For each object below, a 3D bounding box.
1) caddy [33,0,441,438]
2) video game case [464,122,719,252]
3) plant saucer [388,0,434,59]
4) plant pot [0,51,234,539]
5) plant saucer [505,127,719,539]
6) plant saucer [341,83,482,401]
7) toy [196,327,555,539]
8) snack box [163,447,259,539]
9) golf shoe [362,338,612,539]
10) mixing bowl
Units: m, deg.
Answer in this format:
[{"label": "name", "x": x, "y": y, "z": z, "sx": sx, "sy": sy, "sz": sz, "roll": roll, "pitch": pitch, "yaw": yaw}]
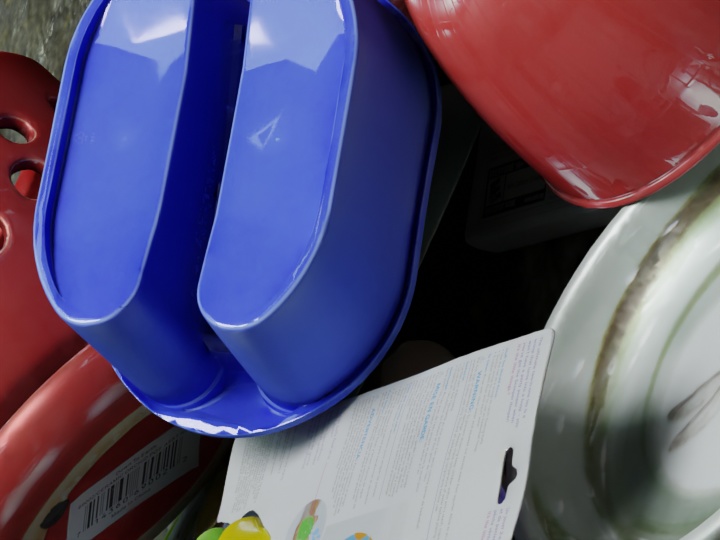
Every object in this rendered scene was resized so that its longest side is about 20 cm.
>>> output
[{"label": "caddy", "x": -0.045, "y": -0.035, "z": 1.150, "sx": 0.141, "sy": 0.105, "sz": 0.201, "roll": 2, "pitch": 71, "yaw": 23}, {"label": "video game case", "x": 0.116, "y": -0.109, "z": 1.204, "sx": 0.200, "sy": 0.024, "sz": 0.183, "roll": -15, "pitch": 62, "yaw": 59}, {"label": "plant saucer", "x": 0.005, "y": -0.122, "z": 1.295, "sx": 0.201, "sy": 0.051, "sz": 0.201, "roll": -47, "pitch": 14, "yaw": 16}, {"label": "plant pot", "x": -0.156, "y": 0.032, "z": 1.269, "sx": 0.182, "sy": 0.200, "sz": 0.201, "roll": 43, "pitch": 118, "yaw": 21}, {"label": "plant saucer", "x": 0.133, "y": 0.035, "z": 1.042, "sx": 0.200, "sy": 0.050, "sz": 0.200, "roll": -45, "pitch": 27, "yaw": 30}, {"label": "plant saucer", "x": 0.000, "y": 0.000, "z": 1.248, "sx": 0.200, "sy": 0.036, "sz": 0.201, "roll": -154, "pitch": 90, "yaw": -88}, {"label": "toy", "x": 0.010, "y": 0.101, "z": 1.096, "sx": 0.200, "sy": 0.047, "sz": 0.116, "roll": -19, "pitch": 49, "yaw": 47}, {"label": "snack box", "x": -0.069, "y": 0.158, "z": 1.288, "sx": 0.142, "sy": 0.053, "sz": 0.200, "roll": -59, "pitch": 8, "yaw": 26}, {"label": "golf shoe", "x": 0.065, "y": 0.080, "z": 1.163, "sx": 0.088, "sy": 0.077, "sz": 0.200, "roll": -42, "pitch": 35, "yaw": 9}, {"label": "mixing bowl", "x": 0.085, "y": -0.136, "z": 1.119, "sx": 0.200, "sy": 0.108, "sz": 0.201, "roll": -41, "pitch": 36, "yaw": 40}]
